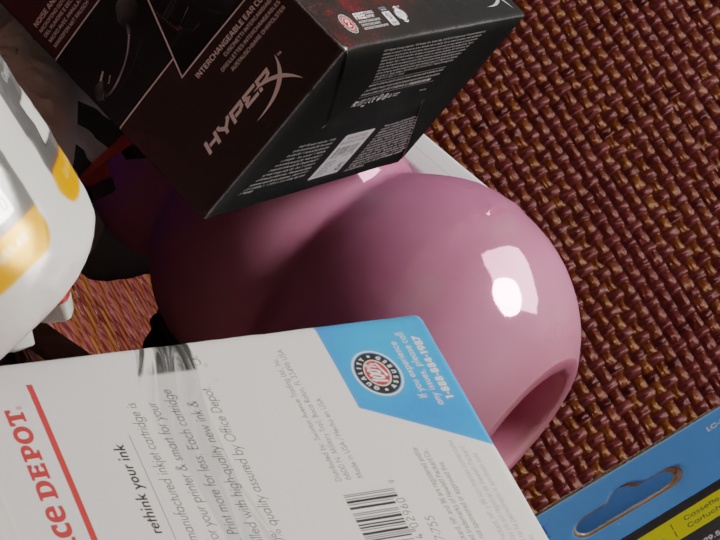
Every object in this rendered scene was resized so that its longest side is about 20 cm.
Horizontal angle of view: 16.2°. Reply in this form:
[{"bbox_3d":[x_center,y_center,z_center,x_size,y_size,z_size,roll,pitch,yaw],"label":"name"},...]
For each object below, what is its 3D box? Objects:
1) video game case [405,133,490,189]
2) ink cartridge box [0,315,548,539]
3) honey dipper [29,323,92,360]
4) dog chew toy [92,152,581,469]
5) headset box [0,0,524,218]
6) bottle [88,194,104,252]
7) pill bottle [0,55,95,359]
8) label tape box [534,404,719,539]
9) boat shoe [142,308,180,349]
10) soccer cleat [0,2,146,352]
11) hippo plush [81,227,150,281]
[{"bbox_3d":[0.000,0.000,1.043,0.143,0.017,0.200,41,-30,19],"label":"video game case"},{"bbox_3d":[-0.056,0.085,0.750,0.116,0.200,0.068,61,-34,40],"label":"ink cartridge box"},{"bbox_3d":[-0.093,0.048,0.965,0.200,0.038,0.038,35,7,-11],"label":"honey dipper"},{"bbox_3d":[-0.019,-0.003,0.913,0.200,0.125,0.125,39,-4,18],"label":"dog chew toy"},{"bbox_3d":[-0.062,-0.120,0.815,0.200,0.075,0.149,46,24,12],"label":"headset box"},{"bbox_3d":[-0.150,-0.043,0.877,0.200,0.065,0.084,34,44,-68],"label":"bottle"},{"bbox_3d":[-0.158,-0.059,0.584,0.200,0.116,0.116,58,2,-20],"label":"pill bottle"},{"bbox_3d":[0.132,0.130,1.125,0.200,0.144,0.063,59,0,-40],"label":"label tape box"},{"bbox_3d":[-0.058,0.033,1.085,0.200,0.073,0.065,-20,-81,50],"label":"boat shoe"},{"bbox_3d":[-0.116,-0.037,0.777,0.200,0.069,0.085,-66,139,-60],"label":"soccer cleat"},{"bbox_3d":[-0.135,-0.055,1.044,0.159,0.200,0.161,-90,178,-59],"label":"hippo plush"}]
